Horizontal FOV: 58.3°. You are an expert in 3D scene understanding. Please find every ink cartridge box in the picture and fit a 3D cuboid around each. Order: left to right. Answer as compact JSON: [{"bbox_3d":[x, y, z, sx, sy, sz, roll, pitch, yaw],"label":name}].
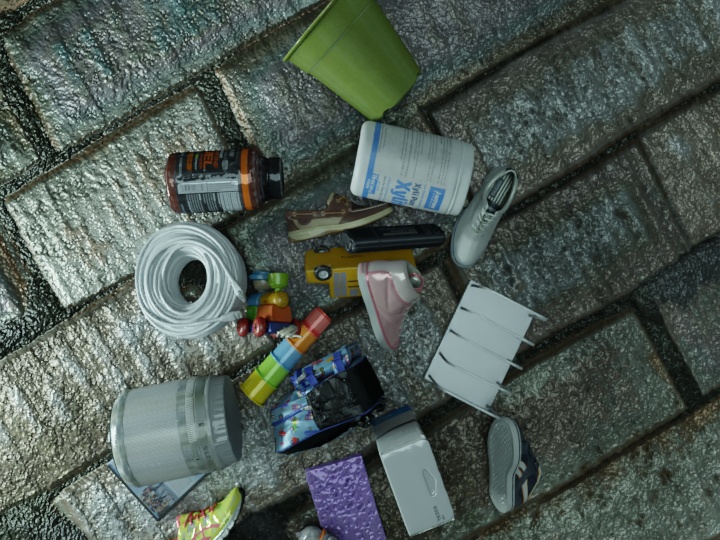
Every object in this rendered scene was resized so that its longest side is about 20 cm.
[{"bbox_3d":[0.085,0.336,1.111,0.082,0.200,0.148,-20,93,-2],"label":"ink cartridge box"}]

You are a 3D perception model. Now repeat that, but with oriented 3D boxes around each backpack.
[{"bbox_3d":[-0.070,0.228,1.121,0.197,0.182,0.137,-28,84,10],"label":"backpack"}]

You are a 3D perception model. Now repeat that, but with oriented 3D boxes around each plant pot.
[{"bbox_3d":[0.000,-0.366,1.106,0.190,0.200,0.200,43,90,-14],"label":"plant pot"}]

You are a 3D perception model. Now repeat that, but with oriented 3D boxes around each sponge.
[{"bbox_3d":[-0.023,0.450,1.196,0.109,0.030,0.204,-17,92,-1],"label":"sponge"}]

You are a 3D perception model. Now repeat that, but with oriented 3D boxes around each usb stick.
[{"bbox_3d":[0.059,-0.058,1.141,0.196,0.056,0.033,-6,127,-26],"label":"usb stick"}]

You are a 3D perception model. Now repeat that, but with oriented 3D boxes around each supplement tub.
[{"bbox_3d":[-0.234,-0.158,1.130,0.195,0.107,0.110,-4,92,-3],"label":"supplement tub"},{"bbox_3d":[0.088,-0.178,1.131,0.196,0.132,0.135,12,91,-2],"label":"supplement tub"}]

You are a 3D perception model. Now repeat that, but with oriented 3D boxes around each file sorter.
[{"bbox_3d":[0.222,0.141,1.150,0.137,0.125,0.203,26,91,-2],"label":"file sorter"}]

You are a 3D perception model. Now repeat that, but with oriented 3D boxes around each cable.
[{"bbox_3d":[-0.296,0.017,1.132,0.197,0.069,0.204,-21,82,12],"label":"cable"}]

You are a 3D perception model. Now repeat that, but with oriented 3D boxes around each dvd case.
[{"bbox_3d":[-0.345,0.340,1.184,0.200,0.018,0.143,-42,94,-1],"label":"dvd case"}]

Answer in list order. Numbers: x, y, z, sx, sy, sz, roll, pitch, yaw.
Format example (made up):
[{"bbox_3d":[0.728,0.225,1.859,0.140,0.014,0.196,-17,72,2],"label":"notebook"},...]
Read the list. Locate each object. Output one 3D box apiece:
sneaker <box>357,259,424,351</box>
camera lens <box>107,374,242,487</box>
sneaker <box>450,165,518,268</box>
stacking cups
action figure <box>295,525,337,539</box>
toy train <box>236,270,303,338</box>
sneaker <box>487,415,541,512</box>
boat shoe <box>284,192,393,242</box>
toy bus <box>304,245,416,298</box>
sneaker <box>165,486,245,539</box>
[{"bbox_3d":[0.067,0.061,1.119,0.102,0.076,0.203,-10,130,11],"label":"sneaker"},{"bbox_3d":[-0.312,0.269,1.095,0.196,0.160,0.164,-11,92,-3],"label":"camera lens"},{"bbox_3d":[0.221,-0.100,1.168,0.072,0.071,0.203,24,91,-3],"label":"sneaker"},{"bbox_3d":[-0.132,0.151,1.166,0.060,0.061,0.201,41,90,-3],"label":"stacking cups"},{"bbox_3d":[-0.054,0.548,1.157,0.104,0.200,0.195,-26,73,-44],"label":"action figure"},{"bbox_3d":[-0.139,0.056,1.103,0.083,0.199,0.119,6,82,-33],"label":"toy train"},{"bbox_3d":[0.279,0.340,1.168,0.078,0.078,0.204,-15,120,-22],"label":"sneaker"},{"bbox_3d":[-0.041,-0.105,1.160,0.196,0.072,0.074,-13,93,4],"label":"boat shoe"},{"bbox_3d":[0.000,0.000,1.155,0.195,0.066,0.079,-5,130,-2],"label":"toy bus"},{"bbox_3d":[-0.287,0.462,1.162,0.090,0.078,0.201,41,90,-1],"label":"sneaker"}]
